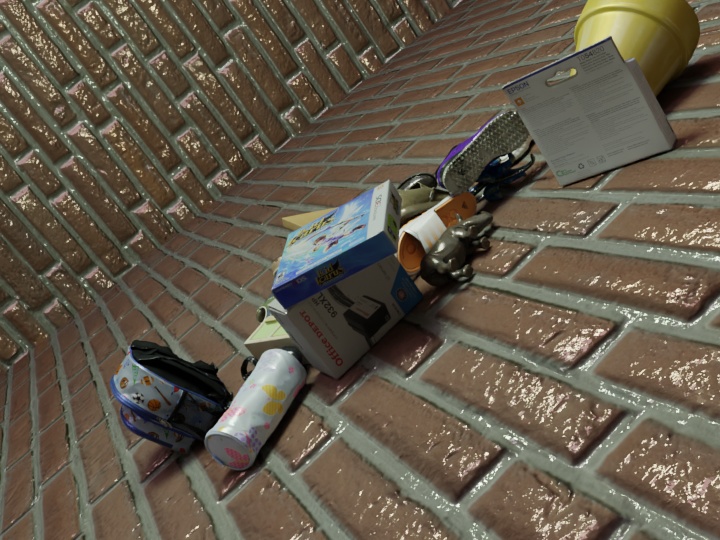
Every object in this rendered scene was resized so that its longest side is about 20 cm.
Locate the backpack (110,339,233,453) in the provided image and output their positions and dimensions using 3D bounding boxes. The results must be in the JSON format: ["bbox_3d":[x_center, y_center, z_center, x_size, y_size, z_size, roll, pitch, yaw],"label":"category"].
[{"bbox_3d":[-0.335,0.210,1.421,0.154,0.190,0.200,-55,21,-4],"label":"backpack"}]

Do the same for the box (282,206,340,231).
[{"bbox_3d":[-0.038,-0.089,1.567,0.163,0.021,0.200,-13,19,-26],"label":"box"}]

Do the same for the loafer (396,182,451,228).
[{"bbox_3d":[0.114,-0.127,1.509,0.076,0.068,0.200,-35,-11,30],"label":"loafer"}]

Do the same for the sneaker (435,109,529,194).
[{"bbox_3d":[0.208,-0.217,1.465,0.200,0.070,0.100,-39,16,-7],"label":"sneaker"}]

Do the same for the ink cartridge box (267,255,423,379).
[{"bbox_3d":[-0.022,0.050,1.309,0.200,0.145,0.084,-42,22,-16],"label":"ink cartridge box"}]

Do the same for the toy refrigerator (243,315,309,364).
[{"bbox_3d":[-0.115,0.116,1.437,0.200,0.070,0.076,-13,30,51],"label":"toy refrigerator"}]

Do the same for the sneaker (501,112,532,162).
[{"bbox_3d":[0.312,-0.286,1.616,0.074,0.079,0.200,-15,27,52],"label":"sneaker"}]

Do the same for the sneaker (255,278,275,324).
[{"bbox_3d":[-0.172,0.071,1.644,0.090,0.067,0.200,-32,22,-2],"label":"sneaker"}]

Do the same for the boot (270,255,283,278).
[{"bbox_3d":[-0.046,0.002,1.388,0.200,0.075,0.107,-26,60,10],"label":"boot"}]

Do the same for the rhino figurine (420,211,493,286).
[{"bbox_3d":[0.161,-0.044,1.344,0.087,0.060,0.200,-14,28,43],"label":"rhino figurine"}]

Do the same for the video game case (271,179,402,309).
[{"bbox_3d":[-0.033,-0.043,1.260,0.200,0.045,0.181,-27,23,18],"label":"video game case"}]

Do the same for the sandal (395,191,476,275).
[{"bbox_3d":[0.140,-0.075,1.424,0.207,0.079,0.059,-42,19,-23],"label":"sandal"}]

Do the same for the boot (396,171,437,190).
[{"bbox_3d":[0.085,-0.099,1.614,0.200,0.069,0.174,-41,21,9],"label":"boot"}]

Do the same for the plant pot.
[{"bbox_3d":[0.445,-0.352,1.394,0.201,0.201,0.189,-3,54,58],"label":"plant pot"}]

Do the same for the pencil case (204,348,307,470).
[{"bbox_3d":[-0.161,0.212,1.272,0.091,0.083,0.200,-26,21,39],"label":"pencil case"}]

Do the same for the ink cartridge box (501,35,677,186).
[{"bbox_3d":[0.350,-0.244,1.264,0.199,0.200,0.041,-17,27,44],"label":"ink cartridge box"}]

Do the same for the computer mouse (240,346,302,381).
[{"bbox_3d":[-0.153,0.166,1.429,0.034,0.059,0.200,-23,3,-37],"label":"computer mouse"}]

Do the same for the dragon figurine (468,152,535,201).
[{"bbox_3d":[0.241,-0.163,1.481,0.099,0.059,0.200,-42,19,-15],"label":"dragon figurine"}]
